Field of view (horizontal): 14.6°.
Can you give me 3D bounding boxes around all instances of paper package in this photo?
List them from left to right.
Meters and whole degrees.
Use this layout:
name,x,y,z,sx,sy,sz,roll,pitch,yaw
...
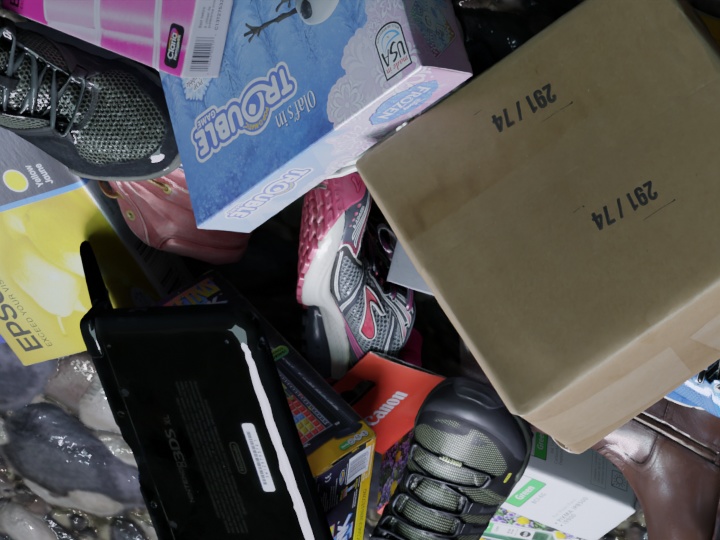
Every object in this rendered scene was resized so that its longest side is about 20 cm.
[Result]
name,x,y,z,sx,sy,sz,roll,pitch,yaw
paper package,0.133,-0.034,1.498,0.200,0.191,0.103,-36,155,9

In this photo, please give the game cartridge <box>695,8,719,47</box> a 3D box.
name,x,y,z,sx,sy,sz,roll,pitch,yaw
game cartridge,0.244,-0.048,1.624,0.200,0.032,0.176,23,136,5

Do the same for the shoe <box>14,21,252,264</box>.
name,x,y,z,sx,sy,sz,roll,pitch,yaw
shoe,-0.147,-0.075,1.742,0.200,0.072,0.091,24,129,-5

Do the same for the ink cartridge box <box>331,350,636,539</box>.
name,x,y,z,sx,sy,sz,roll,pitch,yaw
ink cartridge box,0.067,0.126,1.808,0.200,0.050,0.109,21,142,-20

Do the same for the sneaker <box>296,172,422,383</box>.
name,x,y,z,sx,sy,sz,roll,pitch,yaw
sneaker,0.000,0.000,1.746,0.074,0.081,0.200,2,148,4

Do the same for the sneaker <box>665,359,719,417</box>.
name,x,y,z,sx,sy,sz,roll,pitch,yaw
sneaker,0.246,0.065,1.675,0.200,0.079,0.089,28,176,-11

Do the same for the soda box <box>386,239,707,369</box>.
name,x,y,z,sx,sy,sz,roll,pitch,yaw
soda box,0.115,0.001,1.643,0.200,0.068,0.063,16,-178,38

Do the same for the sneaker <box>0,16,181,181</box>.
name,x,y,z,sx,sy,sz,roll,pitch,yaw
sneaker,-0.197,-0.106,1.628,0.199,0.114,0.076,28,100,15

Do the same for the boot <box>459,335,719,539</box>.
name,x,y,z,sx,sy,sz,roll,pitch,yaw
boot,0.136,0.113,1.745,0.200,0.187,0.064,23,177,-1

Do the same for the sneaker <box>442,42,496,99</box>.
name,x,y,z,sx,sy,sz,roll,pitch,yaw
sneaker,0.120,-0.074,1.600,0.200,0.074,0.081,17,117,33

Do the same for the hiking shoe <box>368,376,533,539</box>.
name,x,y,z,sx,sy,sz,roll,pitch,yaw
hiking shoe,0.050,0.150,1.717,0.076,0.101,0.200,20,139,6

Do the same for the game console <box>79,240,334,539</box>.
name,x,y,z,sx,sy,sz,roll,pitch,yaw
game console,-0.097,0.086,1.760,0.176,0.116,0.200,-3,120,27

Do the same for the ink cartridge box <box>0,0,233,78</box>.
name,x,y,z,sx,sy,sz,roll,pitch,yaw
ink cartridge box,-0.150,-0.181,1.596,0.200,0.037,0.095,24,108,39

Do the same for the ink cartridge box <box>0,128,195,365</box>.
name,x,y,z,sx,sy,sz,roll,pitch,yaw
ink cartridge box,-0.236,-0.026,1.849,0.200,0.047,0.198,-16,123,32

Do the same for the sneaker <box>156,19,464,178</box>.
name,x,y,z,sx,sy,sz,roll,pitch,yaw
sneaker,-0.051,-0.111,1.639,0.200,0.116,0.074,2,133,24

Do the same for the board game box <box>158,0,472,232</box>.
name,x,y,z,sx,sy,sz,roll,pitch,yaw
board game box,-0.040,-0.152,1.553,0.043,0.199,0.200,3,153,-43

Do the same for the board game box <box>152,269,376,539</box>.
name,x,y,z,sx,sy,sz,roll,pitch,yaw
board game box,-0.068,0.121,1.829,0.165,0.057,0.200,43,151,25
